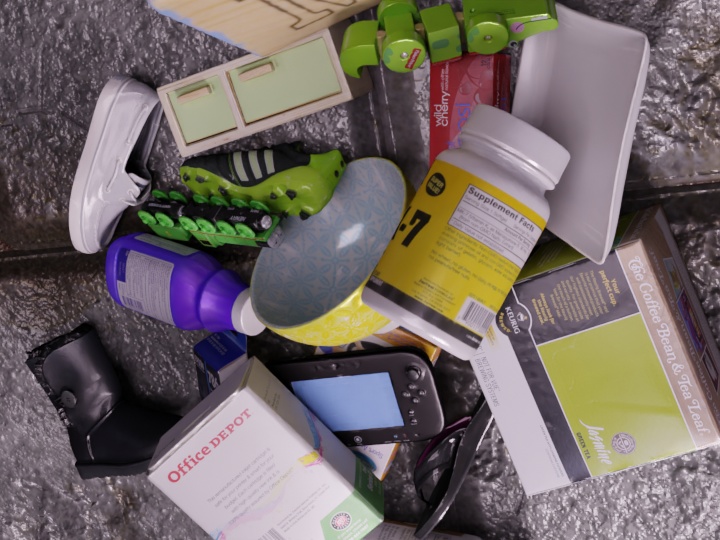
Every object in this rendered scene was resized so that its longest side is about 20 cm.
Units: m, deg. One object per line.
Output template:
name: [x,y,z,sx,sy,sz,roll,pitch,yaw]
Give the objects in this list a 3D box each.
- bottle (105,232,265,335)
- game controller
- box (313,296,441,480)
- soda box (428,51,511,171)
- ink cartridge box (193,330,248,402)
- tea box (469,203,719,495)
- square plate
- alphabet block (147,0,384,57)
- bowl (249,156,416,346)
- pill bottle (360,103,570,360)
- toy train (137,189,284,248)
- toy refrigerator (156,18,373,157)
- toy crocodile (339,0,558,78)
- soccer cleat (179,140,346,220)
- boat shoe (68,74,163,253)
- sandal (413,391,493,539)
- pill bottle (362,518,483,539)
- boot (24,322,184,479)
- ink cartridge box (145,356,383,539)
bottle: [-0.180,0.019,1.360,0.199,0.065,0.084,16,116,36]
game controller: [-0.011,0.132,1.332,0.199,0.042,0.105,-8,103,23]
box: [-0.002,0.133,1.372,0.119,0.041,0.201,26,111,12]
soda box: [0.102,-0.104,1.226,0.063,0.070,0.201,3,98,21]
ink cartridge box: [-0.143,0.146,1.400,0.039,0.099,0.201,-10,105,-21]
tea box: [0.218,0.073,1.217,0.196,0.134,0.201,-19,99,26]
square plate: [0.191,-0.130,1.159,0.028,0.200,0.199,0,111,-22]
alphabet block: [-0.073,-0.328,1.142,0.199,0.196,0.196,-19,78,25]
bowl: [0.000,0.000,1.272,0.200,0.201,0.108,-32,126,26]
pill bottle: [0.094,-0.034,1.132,0.114,0.114,0.201,29,89,10]
toy train: [-0.152,-0.049,1.330,0.200,0.042,0.056,9,150,44]
toy refrigerator: [-0.097,-0.180,1.294,0.199,0.070,0.076,-15,101,25]
toy crocodile: [0.077,-0.213,1.167,0.199,0.068,0.062,-11,140,4]
soccer cleat: [-0.100,-0.096,1.328,0.199,0.081,0.068,9,140,38]
boat shoe: [-0.253,-0.104,1.384,0.068,0.072,0.201,23,104,14]
sandal: [0.093,0.178,1.326,0.048,0.075,0.201,25,100,1]
pill bottle: [0.082,0.328,1.359,0.199,0.114,0.115,8,109,19]
boot: [-0.279,0.141,1.449,0.200,0.076,0.169,-14,103,39]
ink cartridge box: [-0.094,0.210,1.318,0.145,0.088,0.200,-42,104,14]
